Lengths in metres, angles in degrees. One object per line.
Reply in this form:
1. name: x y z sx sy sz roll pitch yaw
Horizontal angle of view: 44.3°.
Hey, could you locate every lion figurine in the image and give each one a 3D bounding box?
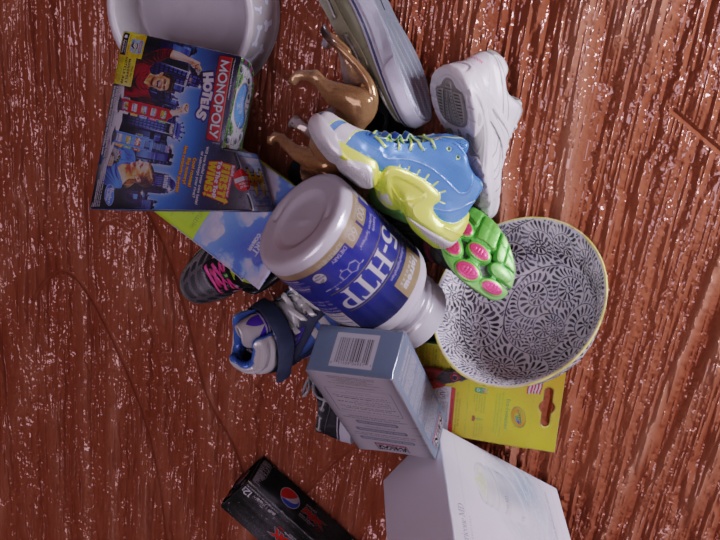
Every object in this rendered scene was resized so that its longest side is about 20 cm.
1. lion figurine: -0.024 -0.150 0.937 0.122 0.072 0.200 38 140 11

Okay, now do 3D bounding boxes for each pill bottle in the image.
1. pill bottle: 0.000 0.000 0.946 0.119 0.120 0.200 -32 130 24

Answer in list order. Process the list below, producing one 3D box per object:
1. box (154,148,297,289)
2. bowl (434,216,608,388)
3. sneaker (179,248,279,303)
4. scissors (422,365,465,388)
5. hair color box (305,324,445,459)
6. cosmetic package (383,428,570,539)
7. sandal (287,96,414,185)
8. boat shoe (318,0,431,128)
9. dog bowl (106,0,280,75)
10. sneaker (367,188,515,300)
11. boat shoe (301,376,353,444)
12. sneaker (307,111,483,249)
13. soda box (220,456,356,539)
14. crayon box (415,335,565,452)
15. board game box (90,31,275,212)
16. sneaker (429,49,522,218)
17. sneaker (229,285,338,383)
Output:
1. box: -0.148 -0.076 1.018 0.200 0.048 0.122 35 92 20
2. bowl: 0.189 0.049 0.985 0.200 0.202 0.094 -21 146 22
3. sneaker: -0.150 -0.006 1.078 0.199 0.087 0.074 -22 104 22
4. scissors: 0.102 0.132 1.052 0.199 0.014 0.074 3 111 13
5. hair color box: 0.023 0.138 0.985 0.098 0.061 0.200 4 147 22
6. cosmetic package: 0.142 0.324 1.042 0.199 0.200 0.123 29 117 -19
7. sandal: -0.004 -0.147 1.006 0.076 0.043 0.200 45 115 -5
8. boat shoe: 0.014 -0.236 0.940 0.062 0.072 0.201 -27 80 28
9. dog bowl: -0.193 -0.292 0.992 0.199 0.059 0.201 5 113 13
10. sneaker: 0.095 -0.039 0.988 0.077 0.084 0.200 -43 67 -10
11. boat shoe: -0.034 0.138 1.098 0.068 0.074 0.200 12 140 10
12. sneaker: 0.044 -0.116 0.898 0.200 0.076 0.105 39 90 -22
13. soda box: -0.092 0.356 1.222 0.200 0.063 0.071 44 116 -4
14. crayon box: 0.145 0.143 1.078 0.199 0.051 0.128 9 113 12
15. board game box: -0.180 -0.139 0.967 0.199 0.062 0.201 17 99 17
16. sneaker: 0.139 -0.143 0.952 0.078 0.099 0.201 35 148 39
17. sneaker: -0.077 0.048 1.041 0.081 0.146 0.200 49 121 20
